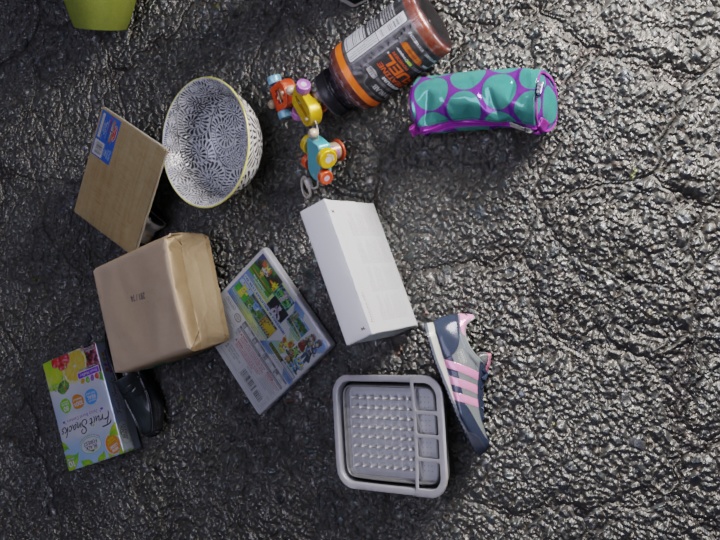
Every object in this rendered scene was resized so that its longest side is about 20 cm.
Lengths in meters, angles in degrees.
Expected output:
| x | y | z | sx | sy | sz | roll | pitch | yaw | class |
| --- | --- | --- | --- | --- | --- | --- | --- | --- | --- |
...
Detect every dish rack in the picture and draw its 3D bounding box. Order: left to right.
| x | y | z | sx | sy | sz | roll | pitch | yaw | class |
| --- | --- | --- | --- | --- | --- | --- | --- | --- | --- |
| 0.050 | 0.239 | 1.314 | 0.197 | 0.043 | 0.175 | -4 | 90 | 35 | dish rack |

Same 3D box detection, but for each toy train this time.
| x | y | z | sx | sy | sz | roll | pitch | yaw | class |
| --- | --- | --- | --- | --- | --- | --- | --- | --- | --- |
| -0.080 | -0.222 | 1.375 | 0.150 | 0.055 | 0.203 | -22 | 87 | 67 | toy train |

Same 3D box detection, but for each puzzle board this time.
| x | y | z | sx | sy | sz | roll | pitch | yaw | class |
| --- | --- | --- | --- | --- | --- | --- | --- | --- | --- |
| -0.402 | -0.149 | 1.487 | 0.150 | 0.017 | 0.202 | 33 | 115 | 20 | puzzle board |

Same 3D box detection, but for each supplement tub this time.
| x | y | z | sx | sy | sz | roll | pitch | yaw | class |
| --- | --- | --- | --- | --- | --- | --- | --- | --- | --- |
| 0.028 | -0.309 | 1.293 | 0.199 | 0.106 | 0.108 | -32 | 77 | 24 | supplement tub |

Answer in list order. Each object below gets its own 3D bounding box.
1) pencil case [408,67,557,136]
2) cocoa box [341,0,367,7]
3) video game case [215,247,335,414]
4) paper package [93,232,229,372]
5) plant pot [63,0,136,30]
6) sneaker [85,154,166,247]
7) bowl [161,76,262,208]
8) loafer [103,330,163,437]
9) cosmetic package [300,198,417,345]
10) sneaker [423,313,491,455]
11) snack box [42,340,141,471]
| x | y | z | sx | sy | sz | roll | pitch | yaw | class |
| --- | --- | --- | --- | --- | --- | --- | --- | --- | --- |
| 0.169 | -0.231 | 1.232 | 0.197 | 0.085 | 0.094 | 2 | 65 | 28 | pencil case |
| -0.017 | -0.484 | 1.261 | 0.132 | 0.199 | 0.134 | -16 | 83 | 26 | cocoa box |
| -0.157 | 0.099 | 1.442 | 0.182 | 0.022 | 0.201 | -44 | 71 | 21 | video game case |
| -0.330 | 0.057 | 1.469 | 0.198 | 0.103 | 0.194 | -18 | 82 | 35 | paper package |
| -0.447 | -0.518 | 1.512 | 0.184 | 0.187 | 0.204 | 14 | 112 | 26 | plant pot |
| -0.427 | -0.122 | 1.550 | 0.200 | 0.073 | 0.080 | 49 | 112 | 19 | sneaker |
| -0.220 | -0.202 | 1.422 | 0.198 | 0.094 | 0.205 | 3 | 94 | 36 | bowl |
| -0.399 | 0.194 | 1.540 | 0.067 | 0.070 | 0.204 | -25 | 79 | 26 | loafer |
| 0.000 | 0.000 | 1.287 | 0.051 | 0.150 | 0.203 | -24 | 79 | 25 | cosmetic package |
| 0.158 | 0.158 | 1.257 | 0.081 | 0.070 | 0.203 | -21 | 91 | 1 | sneaker |
| -0.485 | 0.242 | 1.596 | 0.141 | 0.053 | 0.203 | -21 | 82 | 27 | snack box |
